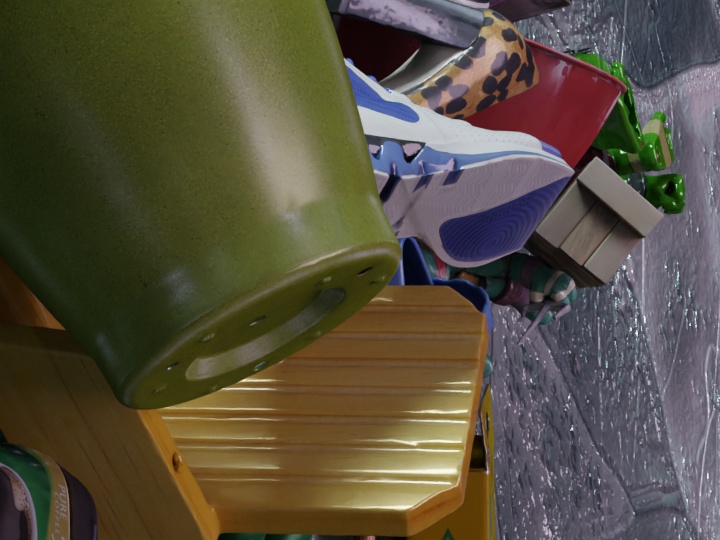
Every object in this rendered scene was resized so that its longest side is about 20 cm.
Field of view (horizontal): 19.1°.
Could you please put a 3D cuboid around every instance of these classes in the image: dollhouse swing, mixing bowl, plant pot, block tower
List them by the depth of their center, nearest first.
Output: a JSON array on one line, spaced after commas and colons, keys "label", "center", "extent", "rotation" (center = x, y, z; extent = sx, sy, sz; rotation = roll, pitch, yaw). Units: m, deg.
[{"label": "plant pot", "center": [-0.083, -0.054, 0.877], "extent": [0.193, 0.200, 0.200], "rotation": [62, 21, 12]}, {"label": "dollhouse swing", "center": [-0.054, 0.016, 0.993], "extent": [0.200, 0.175, 0.182], "rotation": [-75, 147, -53]}, {"label": "mixing bowl", "center": [0.052, -0.090, 1.307], "extent": [0.200, 0.200, 0.109], "rotation": [19, 90, -63]}, {"label": "block tower", "center": [0.137, -0.025, 1.315], "extent": [0.054, 0.058, 0.200], "rotation": [39, -2, 2]}]

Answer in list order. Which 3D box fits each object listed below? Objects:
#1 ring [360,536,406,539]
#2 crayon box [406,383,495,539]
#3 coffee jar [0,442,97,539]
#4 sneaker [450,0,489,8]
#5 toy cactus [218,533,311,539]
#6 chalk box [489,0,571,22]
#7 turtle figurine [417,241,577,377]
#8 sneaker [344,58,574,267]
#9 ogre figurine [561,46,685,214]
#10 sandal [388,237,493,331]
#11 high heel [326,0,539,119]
[{"label": "ring", "center": [0.017, 0.172, 1.241], "extent": [0.200, 0.019, 0.201], "rotation": [-2, 90, -84]}, {"label": "crayon box", "center": [0.056, 0.174, 1.279], "extent": [0.127, 0.051, 0.201], "rotation": [-36, 125, -84]}, {"label": "coffee jar", "center": [-0.181, 0.100, 0.825], "extent": [0.200, 0.085, 0.105], "rotation": [41, 43, -54]}, {"label": "sneaker", "center": [0.013, -0.235, 1.199], "extent": [0.200, 0.112, 0.073], "rotation": [41, 23, 18]}, {"label": "toy cactus", "center": [-0.053, 0.150, 1.103], "extent": [0.200, 0.102, 0.166], "rotation": [-51, 139, -69]}, {"label": "chalk box", "center": [0.038, -0.236, 1.353], "extent": [0.200, 0.124, 0.124], "rotation": [24, 56, -63]}, {"label": "turtle figurine", "center": [0.061, 0.021, 1.341], "extent": [0.101, 0.149, 0.200], "rotation": [68, 13, 13]}, {"label": "sneaker", "center": [0.004, -0.068, 1.040], "extent": [0.199, 0.081, 0.115], "rotation": [0, 48, -40]}, {"label": "ogre figurine", "center": [0.158, -0.091, 1.588], "extent": [0.200, 0.120, 0.099], "rotation": [18, 63, -65]}, {"label": "sandal", "center": [0.000, 0.000, 1.193], "extent": [0.200, 0.087, 0.080], "rotation": [41, 39, -12]}, {"label": "high heel", "center": [0.017, -0.052, 1.147], "extent": [0.142, 0.071, 0.201], "rotation": [16, 97, -32]}]
